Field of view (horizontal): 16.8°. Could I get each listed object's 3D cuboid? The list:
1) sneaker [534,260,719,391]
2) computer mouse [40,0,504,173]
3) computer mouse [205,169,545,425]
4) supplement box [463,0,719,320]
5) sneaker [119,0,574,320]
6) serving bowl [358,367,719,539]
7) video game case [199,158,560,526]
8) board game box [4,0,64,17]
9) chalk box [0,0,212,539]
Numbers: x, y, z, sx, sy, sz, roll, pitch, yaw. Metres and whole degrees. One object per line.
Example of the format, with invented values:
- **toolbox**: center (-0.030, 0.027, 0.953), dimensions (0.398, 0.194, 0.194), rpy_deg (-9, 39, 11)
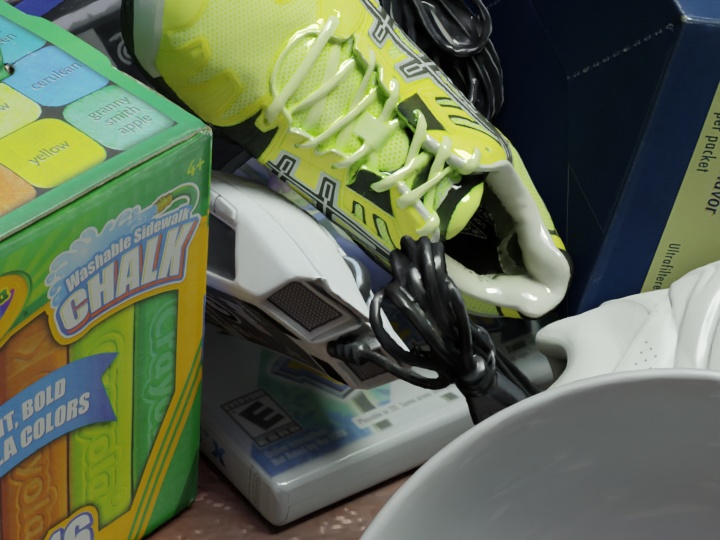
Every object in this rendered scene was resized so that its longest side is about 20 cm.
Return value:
- **sneaker**: center (0.085, 0.087, 0.766), dimensions (0.099, 0.078, 0.200), rpy_deg (-12, 40, 19)
- **computer mouse**: center (-0.057, -0.073, 0.881), dimensions (0.200, 0.139, 0.053), rpy_deg (-30, 21, -10)
- **computer mouse**: center (-0.016, 0.002, 0.778), dimensions (0.200, 0.110, 0.044), rpy_deg (23, 76, 45)
- **supplement box**: center (0.160, -0.079, 0.902), dimensions (0.199, 0.134, 0.200), rpy_deg (4, 37, -18)
- **sneaker**: center (0.005, -0.050, 0.795), dimensions (0.076, 0.200, 0.075), rpy_deg (31, 87, 49)
- **serving bowl**: center (0.085, 0.130, 0.644), dimensions (0.200, 0.066, 0.201), rpy_deg (-5, 74, 18)
- **video game case**: center (0.000, 0.000, 0.896), dimensions (0.200, 0.022, 0.182), rpy_deg (-21, 44, -30)
- **board game box**: center (-0.128, -0.147, 0.974), dimensions (0.159, 0.097, 0.200), rpy_deg (-35, 49, -14)
- **chalk box**: center (-0.129, -0.003, 0.738), dimensions (0.124, 0.200, 0.125), rpy_deg (32, 46, 29)
